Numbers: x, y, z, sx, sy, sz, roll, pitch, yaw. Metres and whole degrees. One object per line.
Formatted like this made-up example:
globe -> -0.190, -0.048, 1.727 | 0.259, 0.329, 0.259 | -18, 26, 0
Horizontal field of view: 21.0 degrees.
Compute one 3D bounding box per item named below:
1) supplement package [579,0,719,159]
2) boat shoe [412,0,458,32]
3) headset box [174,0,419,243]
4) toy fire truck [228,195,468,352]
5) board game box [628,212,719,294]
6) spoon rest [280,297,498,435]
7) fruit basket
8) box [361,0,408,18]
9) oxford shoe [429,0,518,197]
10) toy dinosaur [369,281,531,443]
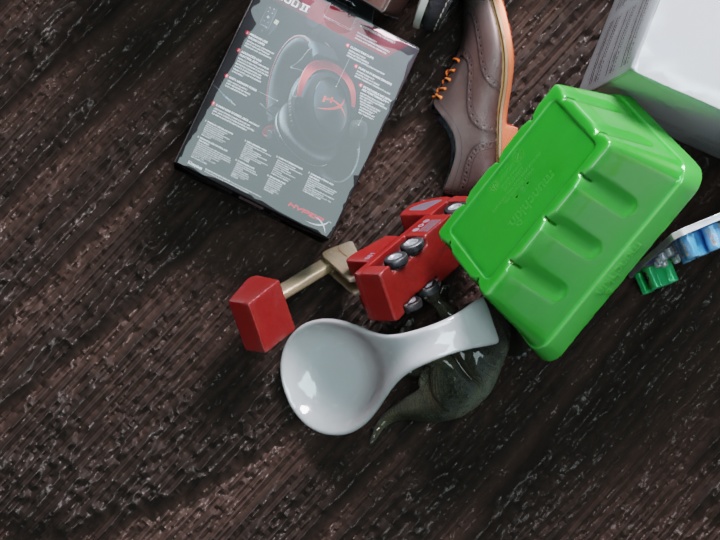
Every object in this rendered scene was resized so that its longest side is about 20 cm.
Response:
supplement package -> 0.311, -0.184, 1.619 | 0.190, 0.200, 0.148 | 22, 86, -5
boat shoe -> 0.111, -0.279, 1.619 | 0.060, 0.074, 0.201 | 31, 80, -1
headset box -> -0.050, -0.146, 1.643 | 0.148, 0.075, 0.201 | 25, 86, -5
toy fire truck -> 0.000, 0.000, 1.631 | 0.200, 0.140, 0.049 | -40, 120, -42
board game box -> 0.333, -0.039, 1.614 | 0.198, 0.200, 0.026 | -22, 82, -6
spoon rest -> 0.015, 0.074, 1.613 | 0.199, 0.060, 0.100 | -22, 88, 28
fruit basket -> 0.188, -0.037, 1.595 | 0.214, 0.156, 0.217 | -15, 131, -18
box -> 0.036, -0.321, 1.613 | 0.100, 0.075, 0.201 | 33, 98, 10
oxford shoe -> 0.095, -0.162, 1.663 | 0.072, 0.071, 0.202 | -4, 89, -1
toy dinosaur -> 0.082, 0.075, 1.650 | 0.102, 0.077, 0.200 | 37, 81, 10
